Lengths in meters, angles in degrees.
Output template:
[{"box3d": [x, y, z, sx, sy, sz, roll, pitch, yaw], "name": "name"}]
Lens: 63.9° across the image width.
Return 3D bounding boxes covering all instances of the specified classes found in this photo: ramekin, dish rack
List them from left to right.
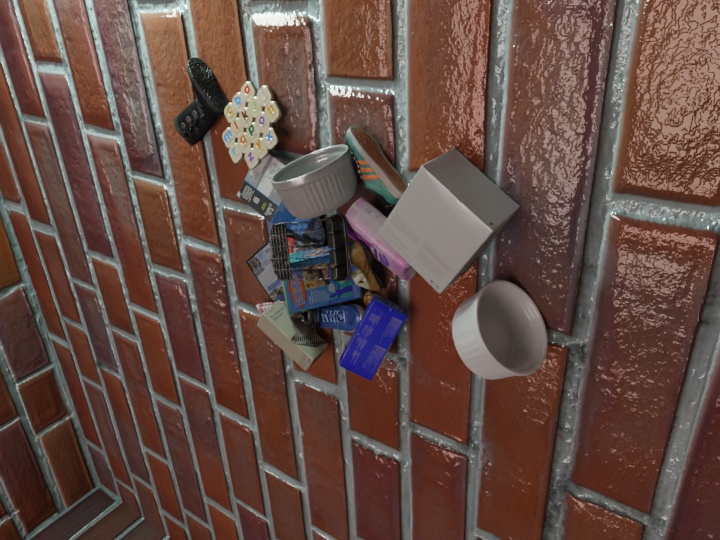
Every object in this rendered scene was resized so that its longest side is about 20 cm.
[{"box3d": [-0.123, -0.047, 1.341, 0.198, 0.054, 0.156, -2, 95, 30], "name": "dish rack"}, {"box3d": [-0.100, -0.204, 1.348, 0.198, 0.200, 0.106, -2, 122, 39], "name": "ramekin"}, {"box3d": [0.287, 0.131, 1.213, 0.202, 0.200, 0.098, 55, 141, 0], "name": "ramekin"}]

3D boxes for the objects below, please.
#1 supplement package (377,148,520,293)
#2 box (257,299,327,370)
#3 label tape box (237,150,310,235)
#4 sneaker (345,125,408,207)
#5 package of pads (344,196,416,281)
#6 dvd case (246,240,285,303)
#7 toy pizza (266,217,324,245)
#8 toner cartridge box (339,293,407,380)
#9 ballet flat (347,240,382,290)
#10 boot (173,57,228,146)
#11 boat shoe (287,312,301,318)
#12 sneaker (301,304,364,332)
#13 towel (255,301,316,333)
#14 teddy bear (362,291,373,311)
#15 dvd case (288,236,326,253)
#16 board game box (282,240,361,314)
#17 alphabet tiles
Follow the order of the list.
[{"box3d": [0.181, -0.104, 1.200, 0.191, 0.147, 0.201, 44, 133, 11], "name": "supplement package"}, {"box3d": [-0.196, 0.186, 1.662, 0.199, 0.082, 0.069, 40, 135, 6], "name": "box"}, {"box3d": [-0.204, -0.201, 1.479, 0.199, 0.063, 0.145, 37, 107, 21], "name": "label tape box"}, {"box3d": [0.022, -0.231, 1.314, 0.080, 0.071, 0.201, -37, 90, 40], "name": "sneaker"}, {"box3d": [0.054, -0.070, 1.342, 0.200, 0.076, 0.121, 41, 167, 15], "name": "package of pads"}, {"box3d": [-0.249, 0.025, 1.711, 0.142, 0.018, 0.201, -33, 91, 45], "name": "dvd case"}, {"box3d": [-0.173, -0.114, 1.562, 0.198, 0.032, 0.203, 17, 124, 28], "name": "toy pizza"}, {"box3d": [0.031, 0.169, 1.450, 0.094, 0.043, 0.202, 26, 106, -9], "name": "toner cartridge box"}, {"box3d": [0.000, 0.000, 1.406, 0.069, 0.063, 0.201, 49, 171, 37], "name": "ballet flat"}, {"box3d": [-0.460, -0.461, 1.593, 0.199, 0.065, 0.166, -25, 94, 48], "name": "boot"}, {"box3d": [-0.165, 0.073, 1.580, 0.200, 0.056, 0.068, -42, 55, 46], "name": "boat shoe"}, {"box3d": [-0.081, 0.123, 1.518, 0.199, 0.110, 0.078, 1, 89, 53], "name": "sneaker"}, {"box3d": [-0.223, 0.161, 1.738, 0.198, 0.030, 0.148, -6, 116, 38], "name": "towel"}, {"box3d": [0.021, 0.152, 1.526, 0.145, 0.067, 0.200, 49, 133, 10], "name": "teddy bear"}, {"box3d": [-0.140, -0.022, 1.554, 0.198, 0.022, 0.147, 20, 135, 18], "name": "dvd case"}, {"box3d": [-0.100, 0.018, 1.463, 0.045, 0.197, 0.154, -119, 21, -54], "name": "board game box"}, {"box3d": [-0.279, -0.371, 1.475, 0.199, 0.015, 0.197, -38, 71, 31], "name": "alphabet tiles"}]
